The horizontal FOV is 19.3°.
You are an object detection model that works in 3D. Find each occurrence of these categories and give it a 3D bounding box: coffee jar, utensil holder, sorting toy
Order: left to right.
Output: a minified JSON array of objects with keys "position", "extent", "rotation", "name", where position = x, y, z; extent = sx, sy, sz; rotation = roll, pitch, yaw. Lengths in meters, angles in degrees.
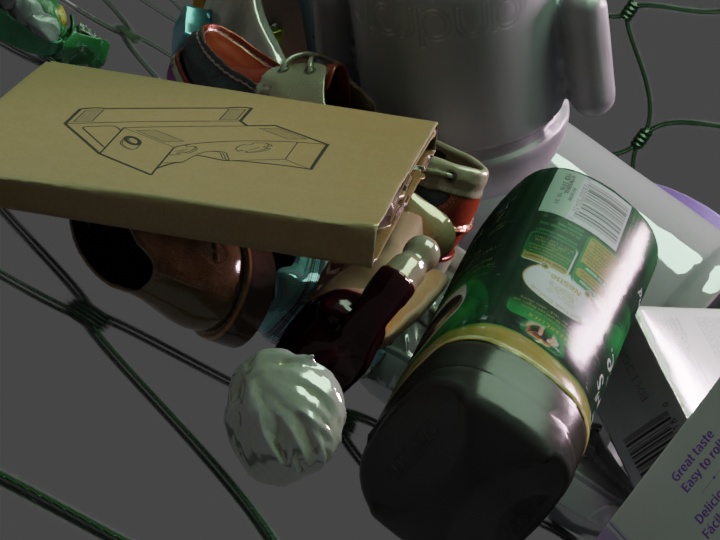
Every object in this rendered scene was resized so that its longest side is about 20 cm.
[{"position":[-0.062,-0.163,1.326],"extent":[0.106,0.181,0.200],"rotation":[12,6,11],"name":"sorting toy"},{"position":[0.070,0.043,0.977],"extent":[0.085,0.104,0.200],"rotation":[35,37,-2],"name":"coffee jar"},{"position":[0.118,0.002,1.302],"extent":[0.200,0.170,0.170],"rotation":[37,10,16],"name":"utensil holder"}]

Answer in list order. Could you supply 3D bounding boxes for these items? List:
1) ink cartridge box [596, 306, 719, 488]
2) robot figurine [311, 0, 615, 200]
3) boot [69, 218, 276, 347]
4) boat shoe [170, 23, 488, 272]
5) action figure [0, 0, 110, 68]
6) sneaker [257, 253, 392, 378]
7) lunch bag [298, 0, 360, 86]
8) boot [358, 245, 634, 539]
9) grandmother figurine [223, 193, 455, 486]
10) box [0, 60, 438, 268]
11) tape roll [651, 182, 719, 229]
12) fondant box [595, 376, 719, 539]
[{"position":[0.202,0.078,1.128],"extent":[0.200,0.050,0.109],"rotation":[4,56,-52],"name":"ink cartridge box"},{"position":[0.053,-0.121,1.140],"extent":[0.169,0.201,0.113],"rotation":[7,38,22],"name":"robot figurine"},{"position":[-0.108,-0.041,1.030],"extent":[0.075,0.074,0.200],"rotation":[18,22,-33],"name":"boot"},{"position":[-0.017,-0.077,1.104],"extent":[0.200,0.063,0.071],"rotation":[39,31,26],"name":"boat shoe"},{"position":[-0.234,-0.184,1.270],"extent":[0.200,0.055,0.118],"rotation":[38,7,-17],"name":"action figure"},{"position":[-0.055,-0.026,1.106],"extent":[0.086,0.078,0.200],"rotation":[23,17,-41],"name":"sneaker"},{"position":[0.029,-0.201,1.319],"extent":[0.123,0.171,0.200],"rotation":[-2,19,21],"name":"lunch bag"},{"position":[0.102,0.070,1.106],"extent":[0.200,0.096,0.074],"rotation":[35,-12,-8],"name":"boot"},{"position":[-0.008,0.029,0.934],"extent":[0.060,0.121,0.200],"rotation":[36,31,-2],"name":"grandmother figurine"},{"position":[-0.074,-0.052,0.966],"extent":[0.199,0.021,0.164],"rotation":[10,22,8],"name":"box"},{"position":[0.212,0.035,1.456],"extent":[0.200,0.066,0.200],"rotation":[35,-26,21],"name":"tape roll"},{"position":[0.189,0.160,0.913],"extent":[0.058,0.145,0.200],"rotation":[25,16,-44],"name":"fondant box"}]
